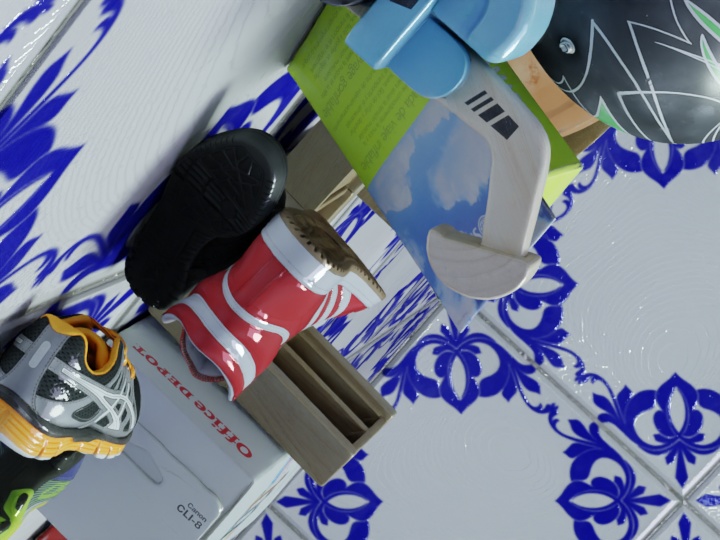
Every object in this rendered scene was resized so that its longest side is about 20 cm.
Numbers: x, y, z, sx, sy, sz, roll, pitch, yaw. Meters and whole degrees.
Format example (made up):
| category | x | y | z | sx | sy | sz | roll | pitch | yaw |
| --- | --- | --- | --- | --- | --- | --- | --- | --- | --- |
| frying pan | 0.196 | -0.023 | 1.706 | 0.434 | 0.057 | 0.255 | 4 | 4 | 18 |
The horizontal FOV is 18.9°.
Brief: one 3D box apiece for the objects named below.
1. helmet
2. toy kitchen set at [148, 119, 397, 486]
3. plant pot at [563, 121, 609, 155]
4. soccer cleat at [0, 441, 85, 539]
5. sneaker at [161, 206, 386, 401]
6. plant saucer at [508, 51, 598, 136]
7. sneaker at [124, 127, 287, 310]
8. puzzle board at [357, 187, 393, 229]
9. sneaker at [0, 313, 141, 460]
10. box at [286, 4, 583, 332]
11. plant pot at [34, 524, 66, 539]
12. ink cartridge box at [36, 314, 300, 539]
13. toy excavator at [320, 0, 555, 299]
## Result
| category | x | y | z | sx | sy | sz | roll | pitch | yaw |
| --- | --- | --- | --- | --- | --- | --- | --- | --- | --- |
| helmet | 0.179 | -0.165 | 1.222 | 0.200 | 0.191 | 0.200 | -13 | 129 | -16 |
| toy kitchen set | 0.000 | 0.000 | 1.521 | 0.200 | 0.180 | 0.163 | -46 | 176 | 28 |
| plant pot | 0.147 | -0.153 | 1.677 | 0.200 | 0.027 | 0.200 | -34 | -148 | 25 |
| soccer cleat | -0.242 | 0.150 | 1.364 | 0.084 | 0.065 | 0.200 | -49 | 174 | 36 |
| sneaker | -0.053 | 0.022 | 1.322 | 0.112 | 0.071 | 0.200 | -43 | 168 | 6 |
| plant saucer | 0.096 | -0.139 | 1.392 | 0.200 | 0.200 | 0.032 | 126 | -33 | -47 |
| sneaker | -0.080 | -0.041 | 1.317 | 0.104 | 0.060 | 0.200 | -39 | 175 | -44 |
| puzzle board | 0.078 | -0.119 | 1.688 | 0.200 | 0.017 | 0.151 | -48 | -152 | 2 |
| sneaker | -0.168 | 0.064 | 1.301 | 0.077 | 0.078 | 0.200 | -57 | 174 | 6 |
| box | 0.044 | -0.080 | 1.241 | 0.048 | 0.200 | 0.122 | -18 | 156 | -38 |
| plant pot | -0.224 | 0.312 | 1.922 | 0.200 | 0.182 | 0.200 | -47 | 174 | -6 |
| ink cartridge box | -0.129 | 0.121 | 1.569 | 0.145 | 0.145 | 0.200 | -50 | 172 | 22 |
| toy excavator | 0.057 | -0.111 | 1.133 | 0.194 | 0.200 | 0.100 | -50 | 172 | 15 |
